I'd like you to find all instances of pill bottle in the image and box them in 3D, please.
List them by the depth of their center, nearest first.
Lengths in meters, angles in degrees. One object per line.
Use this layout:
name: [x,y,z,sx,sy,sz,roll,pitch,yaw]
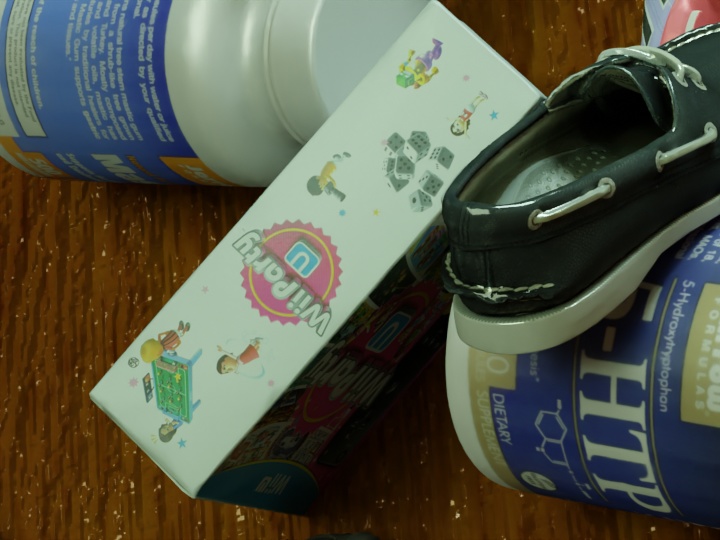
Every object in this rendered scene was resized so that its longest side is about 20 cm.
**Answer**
pill bottle: [0.143,0.036,1.081,0.200,0.120,0.120,8,74,35]
pill bottle: [-0.066,-0.091,1.259,0.200,0.112,0.112,4,72,42]

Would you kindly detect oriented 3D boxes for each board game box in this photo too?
board game box: [0.000,0.000,1.167,0.064,0.148,0.200,43,95,16]

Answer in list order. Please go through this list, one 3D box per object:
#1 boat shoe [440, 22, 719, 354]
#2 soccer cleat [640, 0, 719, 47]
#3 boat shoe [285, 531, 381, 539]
boat shoe: [0.097,-0.046,1.059,0.076,0.060,0.200,7,36,32]
soccer cleat: [0.140,-0.125,1.197,0.076,0.067,0.200,-9,66,58]
boat shoe: [-0.018,0.197,1.144,0.061,0.072,0.201,-18,59,30]
